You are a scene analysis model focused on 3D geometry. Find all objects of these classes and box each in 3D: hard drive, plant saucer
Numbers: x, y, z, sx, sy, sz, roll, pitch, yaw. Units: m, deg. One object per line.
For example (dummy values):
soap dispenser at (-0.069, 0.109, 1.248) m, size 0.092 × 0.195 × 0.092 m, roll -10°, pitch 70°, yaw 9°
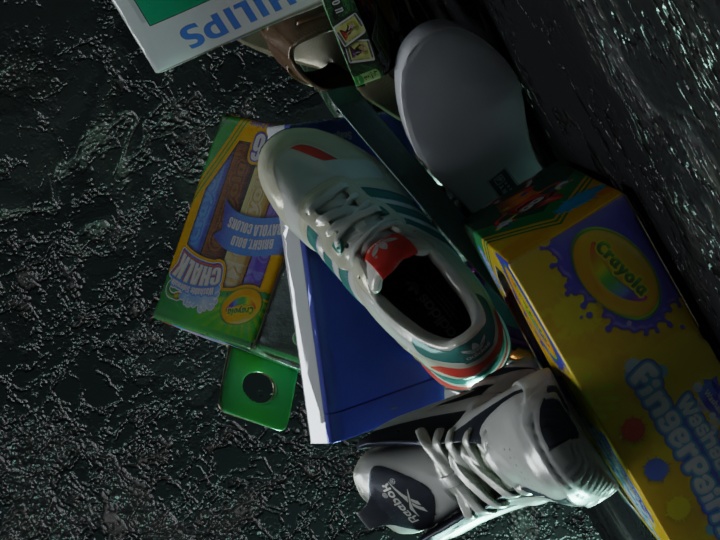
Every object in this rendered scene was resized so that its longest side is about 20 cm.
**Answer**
hard drive at (0.000, 0.000, 1.218) m, size 0.132 × 0.025 × 0.200 m, roll -14°, pitch -82°, yaw -54°
plant saucer at (0.052, -0.031, 1.105) m, size 0.200 × 0.019 × 0.070 m, roll 48°, pitch -177°, yaw -13°

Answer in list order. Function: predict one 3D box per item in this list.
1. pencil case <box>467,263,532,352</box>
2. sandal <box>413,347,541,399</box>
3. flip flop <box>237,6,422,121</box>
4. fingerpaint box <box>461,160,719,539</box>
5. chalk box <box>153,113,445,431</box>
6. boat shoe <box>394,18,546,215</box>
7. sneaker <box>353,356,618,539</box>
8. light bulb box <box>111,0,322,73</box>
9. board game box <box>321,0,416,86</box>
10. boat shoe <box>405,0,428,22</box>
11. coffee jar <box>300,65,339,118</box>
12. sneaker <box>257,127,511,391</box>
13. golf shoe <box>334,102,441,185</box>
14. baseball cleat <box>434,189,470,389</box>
pencil case at (0.119, 0.028, 1.273) m, size 0.092 × 0.085 × 0.200 m, roll 44°, pitch 176°, yaw 13°
sandal at (0.108, 0.084, 1.169) m, size 0.207 × 0.059 × 0.079 m, roll 12°, pitch 169°, yaw 39°
flip flop at (-0.015, -0.143, 1.205) m, size 0.200 × 0.081 × 0.058 m, roll 32°, pitch -146°, yaw 10°
fingerpaint box at (0.141, 0.051, 1.010) m, size 0.200 × 0.073 × 0.167 m, roll 59°, pitch 180°, yaw -11°
chalk box at (-0.050, 0.008, 1.313) m, size 0.124 × 0.200 × 0.124 m, roll 23°, pitch 176°, yaw -41°
boat shoe at (0.070, -0.079, 1.109) m, size 0.200 × 0.072 × 0.068 m, roll 50°, pitch -176°, yaw -41°
sneaker at (0.058, 0.109, 1.007) m, size 0.080 × 0.130 × 0.199 m, roll 58°, pitch -179°, yaw -11°
light bulb box at (-0.105, -0.261, 1.119) m, size 0.200 × 0.125 × 0.198 m, roll 60°, pitch -161°, yaw -28°
board game box at (-0.020, -0.210, 1.067) m, size 0.105 × 0.023 × 0.200 m, roll -58°, pitch -53°, yaw -69°
boat shoe at (0.012, -0.168, 1.288) m, size 0.200 × 0.072 × 0.060 m, roll 54°, pitch 177°, yaw -9°
coffee jar at (-0.008, -0.180, 1.492) m, size 0.104 × 0.085 × 0.200 m, roll 49°, pitch -174°, yaw -43°
sneaker at (0.013, -0.018, 1.094) m, size 0.200 × 0.070 × 0.093 m, roll 49°, pitch 175°, yaw 14°
golf shoe at (0.043, -0.095, 1.406) m, size 0.078 × 0.094 × 0.200 m, roll 45°, pitch 160°, yaw 40°
baseball cleat at (0.057, 0.006, 1.340) m, size 0.070 × 0.200 × 0.106 m, roll 15°, pitch 172°, yaw 2°
